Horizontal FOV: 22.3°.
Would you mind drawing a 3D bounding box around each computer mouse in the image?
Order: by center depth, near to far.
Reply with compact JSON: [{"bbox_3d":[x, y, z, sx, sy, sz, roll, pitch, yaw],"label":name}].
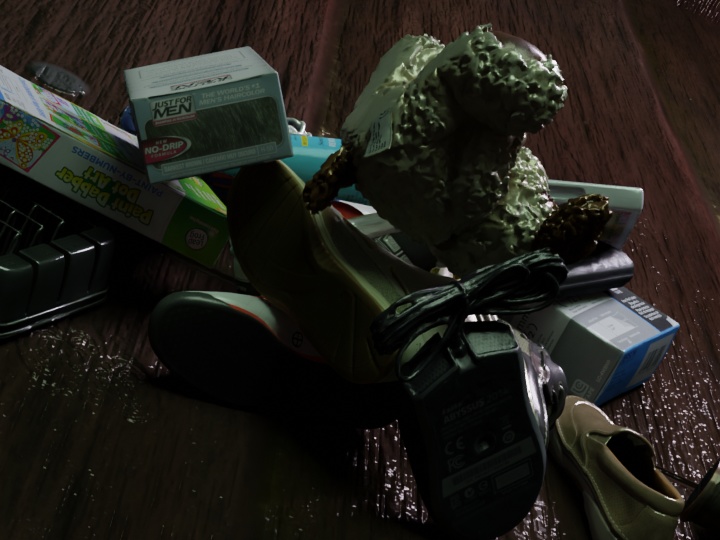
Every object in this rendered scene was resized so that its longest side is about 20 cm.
[{"bbox_3d":[0.069,0.081,1.167,0.138,0.201,0.053,-20,32,-21],"label":"computer mouse"}]

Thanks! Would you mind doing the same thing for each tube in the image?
[{"bbox_3d":[-0.069,-0.087,1.428,0.199,0.051,0.077,8,5,-8],"label":"tube"}]

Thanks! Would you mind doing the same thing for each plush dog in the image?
[{"bbox_3d":[0.069,-0.051,1.196,0.172,0.161,0.200,44,-13,-17],"label":"plush dog"}]

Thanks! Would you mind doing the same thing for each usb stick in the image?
[{"bbox_3d":[0.157,0.001,1.487,0.055,0.033,0.200,31,23,30],"label":"usb stick"}]

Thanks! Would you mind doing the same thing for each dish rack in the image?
[{"bbox_3d":[-0.270,-0.038,1.213,0.200,0.055,0.153,31,20,15],"label":"dish rack"}]

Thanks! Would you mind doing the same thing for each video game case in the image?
[{"bbox_3d":[0.141,-0.049,1.561,0.181,0.024,0.200,5,-10,4],"label":"video game case"}]

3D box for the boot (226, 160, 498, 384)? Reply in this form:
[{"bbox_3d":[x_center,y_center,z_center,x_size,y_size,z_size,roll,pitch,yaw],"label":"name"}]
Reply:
[{"bbox_3d":[0.006,0.006,1.248,0.154,0.072,0.200,10,33,-50],"label":"boot"}]

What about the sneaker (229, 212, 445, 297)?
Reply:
[{"bbox_3d":[0.000,0.000,1.361,0.199,0.088,0.076,-1,-5,-14],"label":"sneaker"}]

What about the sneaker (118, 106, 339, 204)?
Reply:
[{"bbox_3d":[-0.103,-0.090,1.493,0.199,0.079,0.075,25,18,-6],"label":"sneaker"}]

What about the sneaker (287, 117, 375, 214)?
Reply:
[{"bbox_3d":[-0.061,-0.089,1.553,0.199,0.071,0.073,26,21,-4],"label":"sneaker"}]

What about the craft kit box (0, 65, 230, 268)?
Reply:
[{"bbox_3d":[-0.200,-0.085,1.326,0.197,0.049,0.200,24,8,-20],"label":"craft kit box"}]

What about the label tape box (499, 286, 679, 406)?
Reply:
[{"bbox_3d":[0.155,0.027,1.552,0.200,0.066,0.143,37,23,19],"label":"label tape box"}]

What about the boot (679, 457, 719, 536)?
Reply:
[{"bbox_3d":[0.294,0.179,1.329,0.097,0.075,0.200,40,11,18],"label":"boot"}]

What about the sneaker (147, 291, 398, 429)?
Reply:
[{"bbox_3d":[-0.066,0.043,1.252,0.201,0.067,0.108,19,21,-29],"label":"sneaker"}]

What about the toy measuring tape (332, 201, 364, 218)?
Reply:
[{"bbox_3d":[-0.007,-0.028,1.471,0.073,0.074,0.200,33,26,15],"label":"toy measuring tape"}]

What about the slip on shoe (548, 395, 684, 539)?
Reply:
[{"bbox_3d":[0.187,0.140,1.333,0.076,0.061,0.200,22,22,-13],"label":"slip on shoe"}]

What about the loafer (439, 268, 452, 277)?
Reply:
[{"bbox_3d":[0.059,0.022,1.448,0.063,0.072,0.200,43,32,-7],"label":"loafer"}]

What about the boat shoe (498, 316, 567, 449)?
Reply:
[{"bbox_3d":[0.122,0.091,1.359,0.065,0.072,0.200,18,17,-11],"label":"boat shoe"}]

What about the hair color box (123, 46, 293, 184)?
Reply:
[{"bbox_3d":[-0.110,-0.112,1.278,0.099,0.061,0.200,-12,13,-6],"label":"hair color box"}]
